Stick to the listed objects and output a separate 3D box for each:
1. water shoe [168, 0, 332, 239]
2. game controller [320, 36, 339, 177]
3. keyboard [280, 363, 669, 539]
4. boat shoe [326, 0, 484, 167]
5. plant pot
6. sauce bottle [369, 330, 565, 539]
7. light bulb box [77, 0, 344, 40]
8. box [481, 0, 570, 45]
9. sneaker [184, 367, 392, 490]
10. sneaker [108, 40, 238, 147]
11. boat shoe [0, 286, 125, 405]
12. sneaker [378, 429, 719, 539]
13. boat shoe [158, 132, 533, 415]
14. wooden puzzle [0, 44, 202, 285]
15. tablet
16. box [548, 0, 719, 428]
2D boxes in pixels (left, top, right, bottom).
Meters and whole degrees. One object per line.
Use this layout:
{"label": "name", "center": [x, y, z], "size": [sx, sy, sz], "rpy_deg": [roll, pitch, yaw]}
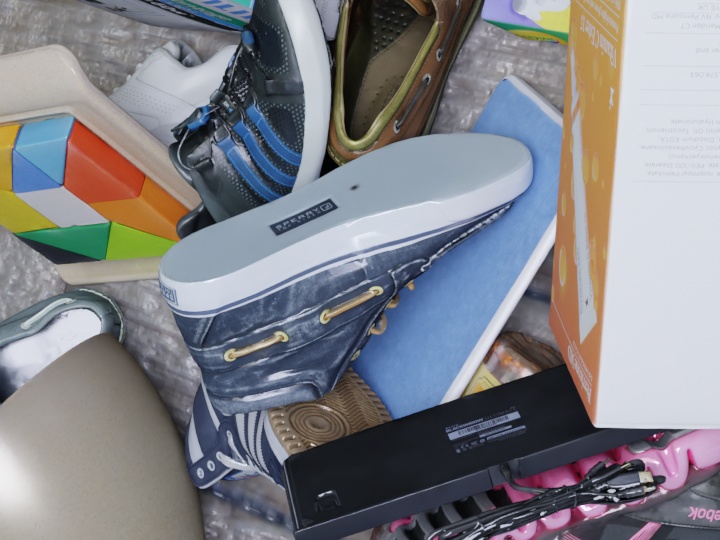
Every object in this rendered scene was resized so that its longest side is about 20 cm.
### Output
{"label": "water shoe", "center": [-0.063, -0.071, 0.817], "size": [0.072, 0.078, 0.201], "rpy_deg": [-112, 22, -45]}
{"label": "game controller", "center": [-0.016, -0.113, 0.898], "size": [0.104, 0.042, 0.201], "rpy_deg": [-28, 69, 45]}
{"label": "keyboard", "center": [0.064, 0.089, 0.693], "size": [0.199, 0.127, 0.021], "rpy_deg": [-19, 112, -1]}
{"label": "boat shoe", "center": [0.028, -0.147, 0.824], "size": [0.071, 0.068, 0.201], "rpy_deg": [8, 79, 12]}
{"label": "plant pot", "center": [-0.170, 0.155, 0.897], "size": [0.134, 0.200, 0.200], "rpy_deg": [42, 111, 6]}
{"label": "sauce bottle", "center": [0.050, 0.129, 0.805], "size": [0.066, 0.066, 0.201], "rpy_deg": [38, 108, 32]}
{"label": "light bulb box", "center": [-0.095, -0.247, 0.877], "size": [0.200, 0.124, 0.199], "rpy_deg": [16, 92, 50]}
{"label": "box", "center": [0.165, -0.164, 0.764], "size": [0.199, 0.048, 0.118], "rpy_deg": [16, 95, 34]}
{"label": "sneaker", "center": [-0.043, 0.100, 0.837], "size": [0.200, 0.070, 0.109], "rpy_deg": [55, 134, 52]}
{"label": "sneaker", "center": [-0.133, -0.094, 0.960], "size": [0.199, 0.078, 0.100], "rpy_deg": [-5, 66, 34]}
{"label": "boat shoe", "center": [-0.241, 0.073, 0.956], "size": [0.199, 0.062, 0.073], "rpy_deg": [-30, 92, -8]}
{"label": "sneaker", "center": [0.100, 0.137, 0.734], "size": [0.199, 0.079, 0.096], "rpy_deg": [-22, 106, 8]}
{"label": "boat shoe", "center": [0.000, 0.000, 0.777], "size": [0.199, 0.091, 0.071], "rpy_deg": [-21, 34, -9]}
{"label": "wooden puzzle", "center": [-0.180, -0.050, 0.913], "size": [0.184, 0.200, 0.037], "rpy_deg": [-4, 55, 35]}
{"label": "tablet", "center": [0.054, 0.000, 0.813], "size": [0.201, 0.014, 0.130], "rpy_deg": [-59, 27, 15]}
{"label": "box", "center": [0.145, -0.046, 0.666], "size": [0.097, 0.124, 0.201], "rpy_deg": [0, 109, -3]}
